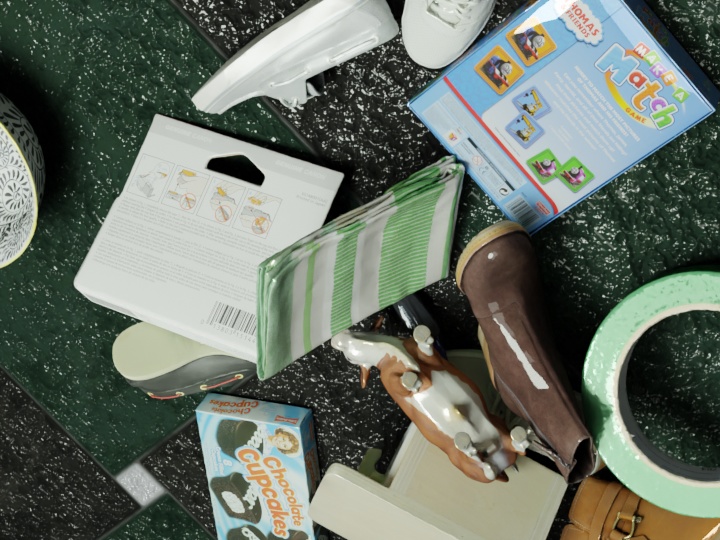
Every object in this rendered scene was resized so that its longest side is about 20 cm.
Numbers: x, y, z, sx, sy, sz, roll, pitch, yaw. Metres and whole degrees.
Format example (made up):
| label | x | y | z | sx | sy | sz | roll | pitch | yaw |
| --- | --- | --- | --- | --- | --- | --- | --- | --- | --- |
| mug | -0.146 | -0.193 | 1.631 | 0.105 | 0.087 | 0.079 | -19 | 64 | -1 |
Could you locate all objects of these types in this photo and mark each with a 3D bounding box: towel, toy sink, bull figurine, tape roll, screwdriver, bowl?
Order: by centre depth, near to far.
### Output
| label | x | y | z | sx | sy | sz | roll | pitch | yaw |
| --- | --- | --- | --- | --- | --- | --- | --- | --- | --- |
| tape roll | 0.281 | 0.097 | 1.162 | 0.199 | 0.048 | 0.202 | 3 | 98 | 19 |
| towel | 0.000 | 0.000 | 1.176 | 0.023 | 0.199 | 0.153 | 46 | 152 | 28 |
| bull figurine | 0.062 | 0.106 | 1.228 | 0.200 | 0.065 | 0.121 | 42 | 170 | 3 |
| screwdriver | 0.081 | 0.097 | 1.277 | 0.029 | 0.028 | 0.201 | -29 | 84 | 6 |
| toy sink | 0.069 | 0.206 | 1.315 | 0.199 | 0.112 | 0.131 | 27 | 150 | 3 |
| bowl | -0.367 | -0.108 | 1.343 | 0.200 | 0.094 | 0.202 | 12 | 125 | 18 |

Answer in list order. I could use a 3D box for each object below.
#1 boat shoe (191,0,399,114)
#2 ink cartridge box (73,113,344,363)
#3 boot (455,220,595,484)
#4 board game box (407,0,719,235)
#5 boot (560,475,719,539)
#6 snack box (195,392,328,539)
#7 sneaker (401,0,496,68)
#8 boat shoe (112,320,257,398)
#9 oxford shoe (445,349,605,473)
| label | x | y | z | sx | sy | sz | roll | pitch | yaw |
| --- | --- | --- | --- | --- | --- | --- | --- | --- | --- |
| boat shoe | -0.054 | -0.172 | 1.184 | 0.199 | 0.072 | 0.069 | -30 | 106 | 26 |
| ink cartridge box | -0.129 | -0.028 | 1.263 | 0.199 | 0.177 | 0.045 | 19 | 165 | 20 |
| boot | 0.147 | 0.068 | 1.169 | 0.167 | 0.072 | 0.200 | 59 | 169 | 32 |
| board game box | 0.157 | -0.134 | 1.125 | 0.151 | 0.037 | 0.200 | 48 | 128 | -9 |
| boot | 0.265 | 0.212 | 1.261 | 0.154 | 0.074 | 0.201 | 26 | 88 | 40 |
| snack box | -0.098 | 0.223 | 1.468 | 0.115 | 0.037 | 0.201 | 6 | 122 | 20 |
| sneaker | 0.071 | -0.216 | 1.064 | 0.073 | 0.116 | 0.200 | 30 | 129 | 1 |
| boat shoe | -0.119 | 0.064 | 1.282 | 0.200 | 0.074 | 0.063 | -15 | 150 | 10 |
| oxford shoe | 0.141 | 0.127 | 1.287 | 0.199 | 0.058 | 0.075 | 22 | 131 | 14 |
